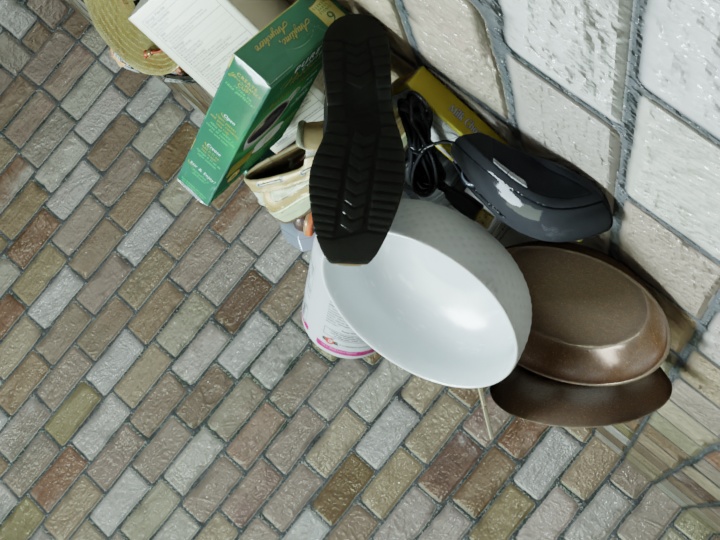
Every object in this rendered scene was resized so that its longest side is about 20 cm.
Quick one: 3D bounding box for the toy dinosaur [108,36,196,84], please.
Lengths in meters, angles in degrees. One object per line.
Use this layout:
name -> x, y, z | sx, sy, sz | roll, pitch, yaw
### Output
toy dinosaur -> -0.209, -0.271, 1.259 | 0.199, 0.102, 0.137 | 13, -133, -53

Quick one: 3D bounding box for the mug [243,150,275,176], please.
mug -> -0.061, -0.139, 1.273 | 0.185, 0.152, 0.114 | 42, -179, -15

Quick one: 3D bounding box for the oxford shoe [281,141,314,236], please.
oxford shoe -> -0.069, -0.128, 1.143 | 0.072, 0.202, 0.071 | 3, 151, -3

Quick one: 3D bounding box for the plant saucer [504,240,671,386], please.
plant saucer -> 0.195, 0.035, 0.995 | 0.198, 0.037, 0.201 | 18, 144, 14

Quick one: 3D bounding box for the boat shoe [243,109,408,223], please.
boat shoe -> -0.032, -0.115, 1.012 | 0.076, 0.199, 0.072 | 40, -146, -30

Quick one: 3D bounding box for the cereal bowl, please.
cereal bowl -> 0.068, 0.010, 0.947 | 0.199, 0.084, 0.201 | 26, 146, 19

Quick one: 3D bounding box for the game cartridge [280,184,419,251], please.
game cartridge -> 0.010, -0.068, 1.268 | 0.133, 0.198, 0.042 | -162, 58, -76

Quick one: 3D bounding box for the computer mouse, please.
computer mouse -> 0.109, -0.057, 0.868 | 0.199, 0.046, 0.141 | 31, 161, 20

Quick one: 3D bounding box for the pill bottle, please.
pill bottle -> 0.000, 0.000, 1.152 | 0.113, 0.113, 0.201 | 39, 148, 17

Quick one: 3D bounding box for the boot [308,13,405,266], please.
boot -> 0.001, -0.095, 0.896 | 0.077, 0.202, 0.138 | 5, 170, 2

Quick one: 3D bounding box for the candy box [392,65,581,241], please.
candy box -> 0.108, -0.098, 0.919 | 0.200, 0.026, 0.102 | 41, 173, -11

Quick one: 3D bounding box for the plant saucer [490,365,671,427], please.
plant saucer -> 0.243, 0.114, 1.173 | 0.200, 0.198, 0.037 | -145, 46, -63

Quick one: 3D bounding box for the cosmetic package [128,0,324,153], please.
cosmetic package -> -0.113, -0.221, 1.033 | 0.200, 0.103, 0.074 | 43, -139, -25

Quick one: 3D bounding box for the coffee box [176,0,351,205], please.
coffee box -> -0.089, -0.151, 0.933 | 0.044, 0.123, 0.200 | 42, 147, 0

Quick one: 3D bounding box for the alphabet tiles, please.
alphabet tiles -> 0.118, 0.094, 1.107 | 0.200, 0.006, 0.168 | 51, -155, -80

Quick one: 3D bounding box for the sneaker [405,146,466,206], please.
sneaker -> 0.041, -0.124, 1.078 | 0.104, 0.060, 0.200 | 36, -178, -19

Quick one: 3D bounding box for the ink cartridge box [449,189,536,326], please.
ink cartridge box -> 0.167, 0.002, 1.128 | 0.200, 0.085, 0.146 | 44, 176, -26

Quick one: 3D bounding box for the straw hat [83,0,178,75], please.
straw hat -> -0.213, -0.316, 1.142 | 0.201, 0.202, 0.085 | 39, -140, 24
